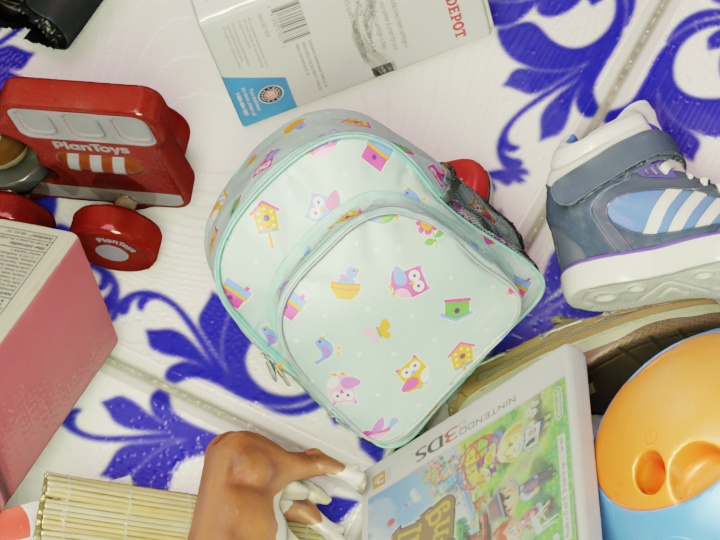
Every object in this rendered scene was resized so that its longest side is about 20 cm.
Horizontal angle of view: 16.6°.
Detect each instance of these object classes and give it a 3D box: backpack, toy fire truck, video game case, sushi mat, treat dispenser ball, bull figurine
[{"bbox_3d":[0.000,0.000,1.599,0.200,0.153,0.176,42,101,-11],"label":"backpack"},{"bbox_3d":[-0.216,-0.090,1.734,0.198,0.168,0.113,7,65,15],"label":"toy fire truck"},{"bbox_3d":[0.071,0.162,1.517,0.182,0.022,0.201,-35,36,29],"label":"video game case"},{"bbox_3d":[-0.116,0.188,1.602,0.199,0.012,0.096,10,63,-21],"label":"sushi mat"},{"bbox_3d":[0.237,0.135,1.508,0.199,0.201,0.202,-5,63,9],"label":"treat dispenser ball"},{"bbox_3d":[-0.069,0.192,1.567,0.121,0.065,0.201,14,58,-4],"label":"bull figurine"}]

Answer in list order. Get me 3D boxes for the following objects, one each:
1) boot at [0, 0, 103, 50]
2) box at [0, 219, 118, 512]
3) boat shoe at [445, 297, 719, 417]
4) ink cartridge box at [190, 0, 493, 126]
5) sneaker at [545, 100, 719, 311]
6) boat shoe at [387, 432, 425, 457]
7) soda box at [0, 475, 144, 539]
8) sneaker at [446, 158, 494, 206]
[{"bbox_3d":[-0.250,-0.274,1.886,0.200,0.077,0.168,37,72,19],"label":"boot"},{"bbox_3d":[-0.274,0.069,1.662,0.127,0.109,0.200,10,48,27],"label":"box"},{"bbox_3d":[0.149,0.055,1.644,0.199,0.072,0.076,-18,40,-8],"label":"boat shoe"},{"bbox_3d":[-0.017,-0.203,1.763,0.199,0.145,0.085,-20,61,1],"label":"ink cartridge box"},{"bbox_3d":[0.223,-0.058,1.676,0.199,0.081,0.147,-9,66,13],"label":"sneaker"},{"bbox_3d":[0.082,0.178,1.598,0.074,0.062,0.200,-34,60,-4],"label":"boat shoe"},{"bbox_3d":[-0.234,0.201,1.648,0.199,0.068,0.064,-15,61,4],"label":"soda box"},{"bbox_3d":[0.000,-0.027,1.699,0.199,0.085,0.077,-26,51,-3],"label":"sneaker"}]
